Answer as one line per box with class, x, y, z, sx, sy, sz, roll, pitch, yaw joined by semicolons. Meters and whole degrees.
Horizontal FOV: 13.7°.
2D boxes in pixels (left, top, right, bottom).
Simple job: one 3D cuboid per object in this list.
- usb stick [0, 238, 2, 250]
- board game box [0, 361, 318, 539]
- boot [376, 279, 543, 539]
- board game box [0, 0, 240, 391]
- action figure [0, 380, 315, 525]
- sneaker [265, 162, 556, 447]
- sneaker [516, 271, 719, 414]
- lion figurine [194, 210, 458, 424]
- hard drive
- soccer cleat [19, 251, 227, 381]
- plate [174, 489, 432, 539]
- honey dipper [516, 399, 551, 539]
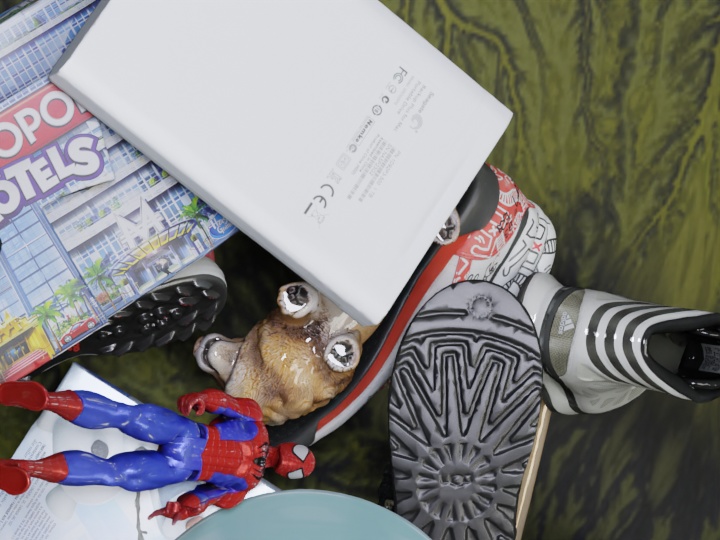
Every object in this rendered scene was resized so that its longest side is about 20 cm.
usb stick;-0.264;-0.027;1.383;0.200;0.033;0.056;19;96;8
board game box;-0.118;0.184;1.554;0.199;0.043;0.200;32;86;0
boot;0.050;0.103;1.619;0.079;0.158;0.211;6;96;0
board game box;-0.180;-0.058;1.441;0.200;0.062;0.200;-33;101;-14
action figure;-0.095;0.089;1.474;0.200;0.052;0.066;7;92;-50
sneaker;0.028;0.033;1.650;0.201;0.067;0.108;-54;141;5
sneaker;0.162;0.055;1.676;0.200;0.115;0.076;22;84;-68
lion figurine;0.000;0.000;1.558;0.072;0.122;0.200;44;82;2
hard drive;-0.036;-0.085;1.451;0.200;0.026;0.132;38;72;-16
soccer cleat;-0.171;0.015;1.523;0.200;0.073;0.068;-16;146;-12
plate;-0.029;0.213;1.525;0.200;0.026;0.201;0;89;-4
honey dipper;0.090;0.142;1.750;0.038;0.038;0.200;7;97;-35
